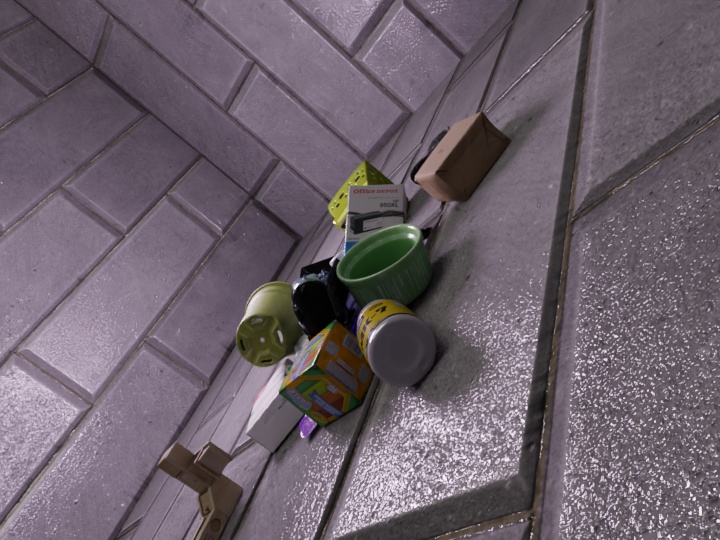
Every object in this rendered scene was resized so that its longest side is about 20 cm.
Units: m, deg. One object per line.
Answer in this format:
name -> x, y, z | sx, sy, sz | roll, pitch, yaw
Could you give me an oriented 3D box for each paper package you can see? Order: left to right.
paper package -> 0.242, -0.272, 1.452 | 0.192, 0.103, 0.200 | -53, 10, -1

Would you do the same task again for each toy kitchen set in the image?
toy kitchen set -> -0.377, 0.510, 1.345 | 0.163, 0.199, 0.182 | -42, 14, 40

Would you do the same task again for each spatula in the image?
spatula -> -0.112, 0.310, 1.325 | 0.057, 0.020, 0.200 | -52, 7, 7

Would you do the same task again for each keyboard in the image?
keyboard -> -0.036, 0.053, 1.260 | 0.020, 0.130, 0.200 | -17, 14, 9

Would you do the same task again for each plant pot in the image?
plant pot -> -0.225, 0.149, 1.492 | 0.201, 0.200, 0.184 | -49, 2, 14
plant pot -> 0.027, -0.183, 1.837 | 0.201, 0.198, 0.182 | -48, 18, 18

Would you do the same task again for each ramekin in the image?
ramekin -> 0.056, -0.001, 1.246 | 0.196, 0.099, 0.201 | -24, 25, 12

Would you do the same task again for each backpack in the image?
backpack -> -0.093, 0.079, 1.345 | 0.152, 0.166, 0.199 | -32, 11, -18

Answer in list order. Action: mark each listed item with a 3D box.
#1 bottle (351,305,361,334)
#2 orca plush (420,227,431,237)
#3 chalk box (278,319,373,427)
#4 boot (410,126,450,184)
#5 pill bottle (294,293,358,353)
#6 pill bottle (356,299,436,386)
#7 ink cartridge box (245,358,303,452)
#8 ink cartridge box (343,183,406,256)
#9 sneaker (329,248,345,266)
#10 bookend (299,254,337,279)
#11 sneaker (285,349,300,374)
bottle -> 0.034, 0.075, 1.338 | 0.083, 0.065, 0.202 | -43, 15, 36
orca plush -> 0.094, -0.071, 1.523 | 0.106, 0.071, 0.199 | -57, 12, -24
chalk box -> -0.075, 0.219, 1.205 | 0.200, 0.124, 0.125 | -43, 14, 44
boot -> 0.228, -0.353, 1.829 | 0.198, 0.073, 0.163 | -43, 16, 13
pill bottle -> -0.075, 0.135, 1.480 | 0.202, 0.113, 0.113 | -58, 13, -26
pill bottle -> 0.053, 0.115, 1.026 | 0.115, 0.114, 0.200 | -52, 11, 0
ink cartridge box -> -0.198, 0.327, 1.468 | 0.146, 0.084, 0.200 | -51, 10, 7
ink cartridge box -> 0.038, -0.101, 1.438 | 0.085, 0.141, 0.205 | 72, -161, -65
sneaker -> 0.000, 0.000, 1.540 | 0.078, 0.100, 0.199 | -41, -16, 27
bookend -> -0.078, 0.074, 1.652 | 0.197, 0.091, 0.204 | -21, -50, -46
sneaker -> -0.091, 0.207, 1.340 | 0.199, 0.100, 0.075 | -38, 11, 24
